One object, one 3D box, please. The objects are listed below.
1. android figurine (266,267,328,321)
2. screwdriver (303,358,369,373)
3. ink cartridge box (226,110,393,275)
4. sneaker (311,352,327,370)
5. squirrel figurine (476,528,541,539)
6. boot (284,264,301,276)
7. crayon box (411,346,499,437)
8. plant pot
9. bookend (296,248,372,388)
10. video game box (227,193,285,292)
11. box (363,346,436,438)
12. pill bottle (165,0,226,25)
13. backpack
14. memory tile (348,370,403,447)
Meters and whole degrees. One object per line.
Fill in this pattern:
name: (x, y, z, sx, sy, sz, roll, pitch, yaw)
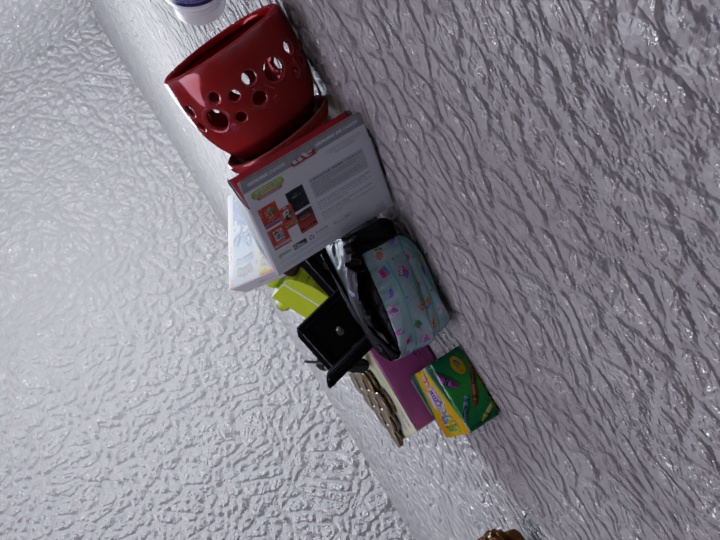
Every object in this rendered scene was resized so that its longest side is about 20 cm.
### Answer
android figurine: (-0.090, 0.048, 1.971, 0.180, 0.041, 0.200, 31, 154, -6)
screwdriver: (-0.038, 0.157, 1.782, 0.029, 0.028, 0.199, 48, -163, 20)
ink cartridge box: (-0.073, -0.123, 1.491, 0.084, 0.198, 0.177, 49, 165, 45)
sneaker: (-0.018, 0.111, 1.887, 0.080, 0.074, 0.201, 37, 122, 7)
squirrel figurine: (0.275, 0.533, 1.815, 0.186, 0.141, 0.201, 43, 164, 38)
boot: (-0.129, -0.113, 1.750, 0.188, 0.063, 0.201, 58, 143, 27)
crayon box: (0.146, 0.196, 1.704, 0.120, 0.058, 0.200, 59, 169, 7)
plant pot: (-0.155, -0.256, 1.555, 0.184, 0.199, 0.200, 55, 172, -23)
bookend: (-0.042, 0.039, 1.693, 0.200, 0.198, 0.092, 47, 170, 9)
video game box: (-0.177, -0.071, 1.941, 0.199, 0.046, 0.186, -21, 70, 53)
box: (0.080, 0.192, 1.906, 0.178, 0.096, 0.200, 58, 168, 9)
pill bottle: (-0.265, -0.476, 1.664, 0.121, 0.119, 0.201, 55, 168, 20)
backpack: (0.040, 0.028, 1.568, 0.203, 0.125, 0.167, 63, 170, -7)
memory tile: (0.019, 0.219, 1.955, 0.201, 0.017, 0.155, 52, 166, 42)
